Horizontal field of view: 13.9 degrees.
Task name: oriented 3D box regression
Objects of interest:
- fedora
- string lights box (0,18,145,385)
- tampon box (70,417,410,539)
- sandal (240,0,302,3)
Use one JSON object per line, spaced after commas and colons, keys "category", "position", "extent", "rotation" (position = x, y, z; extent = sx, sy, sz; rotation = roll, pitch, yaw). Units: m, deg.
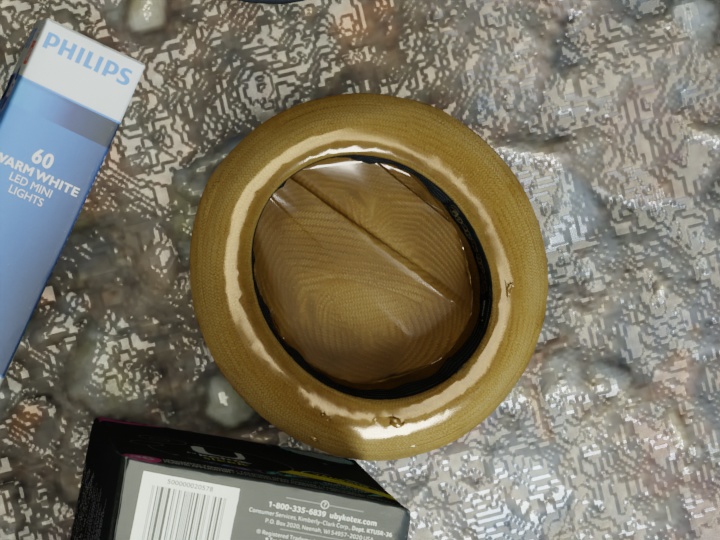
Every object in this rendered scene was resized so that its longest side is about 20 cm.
{"category": "fedora", "position": [0.000, 0.000, 1.572], "extent": [0.199, 0.082, 0.202], "rotation": [-2, 98, -12]}
{"category": "string lights box", "position": [-0.181, -0.028, 1.533], "extent": [0.059, 0.103, 0.201], "rotation": [24, 90, -10]}
{"category": "tampon box", "position": [-0.069, 0.156, 1.512], "extent": [0.149, 0.200, 0.127], "rotation": [11, 92, -10]}
{"category": "sandal", "position": [-0.107, -0.194, 1.569], "extent": [0.199, 0.043, 0.076], "rotation": [17, 84, 1]}
